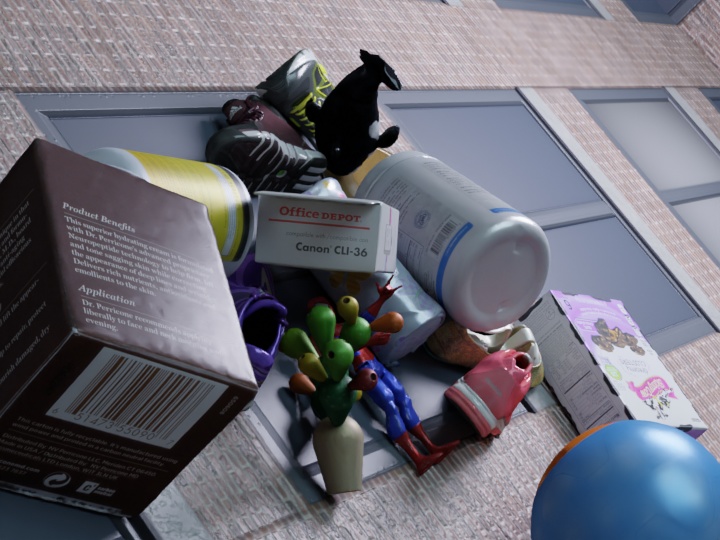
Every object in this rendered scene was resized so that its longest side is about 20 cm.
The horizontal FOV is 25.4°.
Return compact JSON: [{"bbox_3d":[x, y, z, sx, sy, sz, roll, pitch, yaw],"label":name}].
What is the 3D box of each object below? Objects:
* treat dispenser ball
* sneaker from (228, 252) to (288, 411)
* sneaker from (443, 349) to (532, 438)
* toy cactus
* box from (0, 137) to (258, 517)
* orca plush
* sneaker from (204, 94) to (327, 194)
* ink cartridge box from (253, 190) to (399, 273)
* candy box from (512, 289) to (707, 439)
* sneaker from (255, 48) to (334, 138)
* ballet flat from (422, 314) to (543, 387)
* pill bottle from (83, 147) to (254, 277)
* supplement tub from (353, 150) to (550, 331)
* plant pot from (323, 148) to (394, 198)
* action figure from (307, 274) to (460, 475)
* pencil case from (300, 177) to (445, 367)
[{"bbox_3d":[0.262,0.244,1.526,0.200,0.201,0.201,34,28,-21],"label":"treat dispenser ball"},{"bbox_3d":[-0.093,0.045,1.437,0.080,0.083,0.200,33,27,-22],"label":"sneaker"},{"bbox_3d":[0.144,0.120,1.625,0.074,0.087,0.200,49,6,5],"label":"sneaker"},{"bbox_3d":[-0.017,0.113,1.417,0.102,0.200,0.166,-5,82,-18],"label":"toy cactus"},{"bbox_3d":[-0.203,0.045,1.189,0.165,0.164,0.201,22,34,-37],"label":"box"},{"bbox_3d":[-0.006,-0.148,1.721,0.105,0.200,0.071,26,59,-16],"label":"orca plush"},{"bbox_3d":[-0.125,-0.141,1.685,0.116,0.076,0.200,50,16,22],"label":"sneaker"},{"bbox_3d":[-0.032,-0.034,1.493,0.116,0.068,0.200,4,-1,8],"label":"ink cartridge box"},{"bbox_3d":[0.295,0.126,1.883,0.167,0.072,0.200,9,43,-50],"label":"candy box"},{"bbox_3d":[-0.055,-0.195,1.813,0.085,0.074,0.200,54,12,4],"label":"sneaker"},{"bbox_3d":[0.152,0.082,1.752,0.199,0.071,0.071,18,37,-43],"label":"ballet flat"},{"bbox_3d":[-0.195,-0.047,1.391,0.200,0.112,0.112,6,45,-52],"label":"pill bottle"},{"bbox_3d":[0.094,-0.033,1.691,0.132,0.132,0.200,19,13,-40],"label":"supplement tub"},{"bbox_3d":[0.038,-0.085,1.874,0.200,0.027,0.200,34,28,-20],"label":"plant pot"},{"bbox_3d":[0.031,0.088,1.543,0.200,0.099,0.065,47,25,10],"label":"action figure"},{"bbox_3d":[0.000,0.000,1.635,0.200,0.083,0.091,50,15,10],"label":"pencil case"}]
